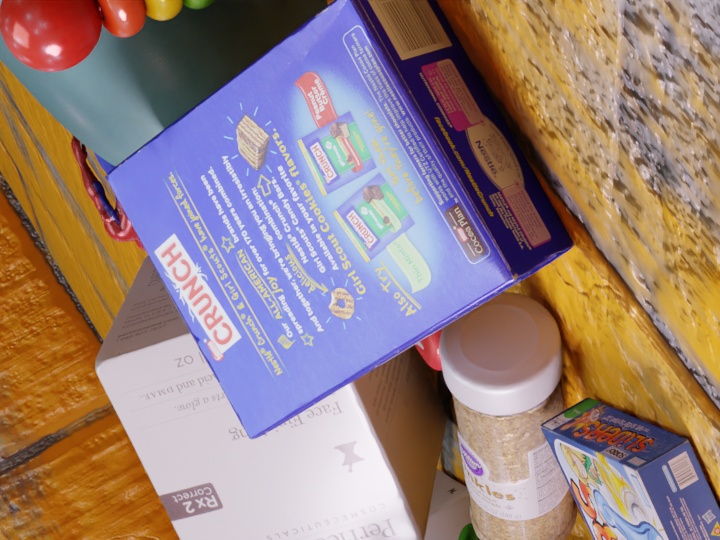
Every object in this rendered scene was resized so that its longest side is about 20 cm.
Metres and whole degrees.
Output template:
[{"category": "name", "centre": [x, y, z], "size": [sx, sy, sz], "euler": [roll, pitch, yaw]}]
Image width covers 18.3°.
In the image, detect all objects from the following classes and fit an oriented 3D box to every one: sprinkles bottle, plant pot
[{"category": "sprinkles bottle", "centre": [0.090, 0.094, 1.311], "size": [0.068, 0.068, 0.200], "euler": [54, 166, 34]}, {"category": "plant pot", "centre": [-0.111, -0.147, 1.322], "size": [0.161, 0.201, 0.201], "euler": [55, 169, -9]}]

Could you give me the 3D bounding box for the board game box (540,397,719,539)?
[{"category": "board game box", "centre": [0.174, 0.172, 1.208], "size": [0.200, 0.034, 0.135], "euler": [64, 168, -12]}]

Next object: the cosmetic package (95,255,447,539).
[{"category": "cosmetic package", "centre": [-0.056, 0.086, 1.539], "size": [0.165, 0.165, 0.200], "euler": [-73, -37, -62]}]

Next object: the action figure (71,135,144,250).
[{"category": "action figure", "centre": [-0.174, -0.096, 1.608], "size": [0.200, 0.065, 0.099], "euler": [84, 163, -51]}]

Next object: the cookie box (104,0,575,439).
[{"category": "cookie box", "centre": [-0.015, -0.032, 1.177], "size": [0.200, 0.075, 0.171], "euler": [-32, 85, 35]}]

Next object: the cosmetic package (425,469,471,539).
[{"category": "cosmetic package", "centre": [0.068, 0.267, 1.705], "size": [0.200, 0.108, 0.085], "euler": [66, 169, -13]}]

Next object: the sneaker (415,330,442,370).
[{"category": "sneaker", "centre": [0.000, 0.000, 1.407], "size": [0.200, 0.085, 0.077], "euler": [52, 154, 39]}]

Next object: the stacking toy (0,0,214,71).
[{"category": "stacking toy", "centre": [-0.102, -0.169, 1.190], "size": [0.085, 0.200, 0.085], "euler": [58, 168, 20]}]

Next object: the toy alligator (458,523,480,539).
[{"category": "toy alligator", "centre": [0.115, 0.227, 1.538], "size": [0.200, 0.054, 0.059], "euler": [38, 171, -19]}]
